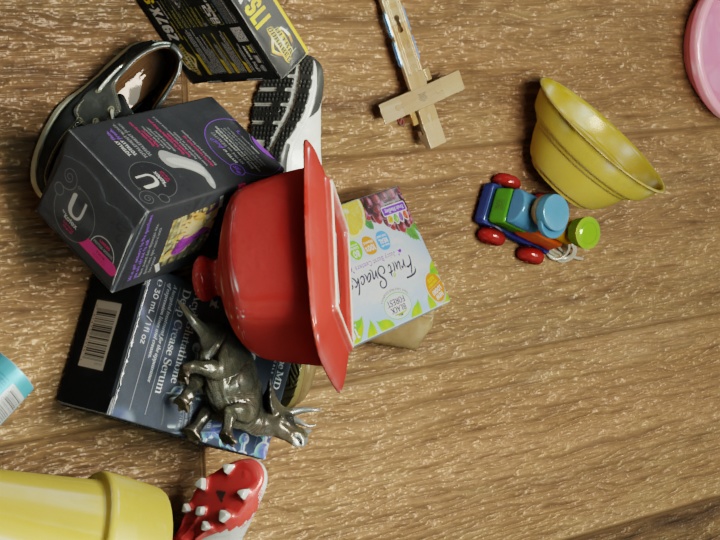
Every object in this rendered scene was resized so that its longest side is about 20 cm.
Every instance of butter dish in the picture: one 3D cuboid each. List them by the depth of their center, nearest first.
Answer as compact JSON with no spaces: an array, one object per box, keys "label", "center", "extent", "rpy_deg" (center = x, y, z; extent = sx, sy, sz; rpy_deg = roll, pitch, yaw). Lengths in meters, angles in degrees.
[{"label":"butter dish","center":[-0.087,0.003,1.622],"extent":[0.200,0.146,0.202],"rpy_deg":[73,14,-69]}]

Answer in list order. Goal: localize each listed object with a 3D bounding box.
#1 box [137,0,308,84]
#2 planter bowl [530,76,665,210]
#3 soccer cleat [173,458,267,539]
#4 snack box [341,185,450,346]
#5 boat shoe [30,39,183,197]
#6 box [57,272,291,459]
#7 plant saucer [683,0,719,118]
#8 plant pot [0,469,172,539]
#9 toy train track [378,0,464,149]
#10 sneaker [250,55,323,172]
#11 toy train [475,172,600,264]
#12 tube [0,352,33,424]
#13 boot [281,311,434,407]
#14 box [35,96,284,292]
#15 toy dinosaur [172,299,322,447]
[{"label":"box","center":[-0.159,-0.275,1.672],"extent":[0.049,0.159,0.201],"rpy_deg":[-47,119,-25]},{"label":"planter bowl","center":[0.263,-0.133,2.044],"extent":[0.199,0.201,0.084],"rpy_deg":[27,113,-37]},{"label":"soccer cleat","center":[-0.150,0.274,1.755],"extent":[0.085,0.069,0.201],"rpy_deg":[21,110,-48]},{"label":"snack box","center":[0.000,0.000,1.815],"extent":[0.199,0.053,0.143],"rpy_deg":[-22,88,-53]},{"label":"boat shoe","center":[-0.248,-0.148,1.672],"extent":[0.201,0.067,0.072],"rpy_deg":[-53,122,-20]},{"label":"box","center":[-0.180,0.092,1.721],"extent":[0.199,0.107,0.150],"rpy_deg":[21,80,-39]},{"label":"plant saucer","center":[0.494,-0.295,2.265],"extent":[0.199,0.051,0.203],"rpy_deg":[-4,96,-38]},{"label":"plant pot","center":[-0.301,0.273,1.600],"extent":[0.187,0.200,0.203],"rpy_deg":[22,80,-21]},{"label":"toy train track","center":[0.049,-0.235,1.928],"extent":[0.114,0.032,0.202],"rpy_deg":[-25,104,-27]},{"label":"sneaker","center":[-0.074,-0.129,1.821],"extent":[0.080,0.073,0.202],"rpy_deg":[13,90,-53]},{"label":"toy train","center":[0.242,-0.046,2.042],"extent":[0.199,0.115,0.085],"rpy_deg":[23,80,-37]},{"label":"tube","center":[-0.392,0.164,1.599],"extent":[0.200,0.050,0.078],"rpy_deg":[-47,116,-20]},{"label":"boot","center":[-0.006,0.070,1.886],"extent":[0.199,0.066,0.177],"rpy_deg":[8,89,-40]},{"label":"box","center":[-0.190,-0.076,1.641],"extent":[0.199,0.122,0.107],"rpy_deg":[-20,148,-50]},{"label":"toy dinosaur","center":[-0.132,0.104,1.659],"extent":[0.102,0.077,0.201],"rpy_deg":[-48,114,-41]}]
